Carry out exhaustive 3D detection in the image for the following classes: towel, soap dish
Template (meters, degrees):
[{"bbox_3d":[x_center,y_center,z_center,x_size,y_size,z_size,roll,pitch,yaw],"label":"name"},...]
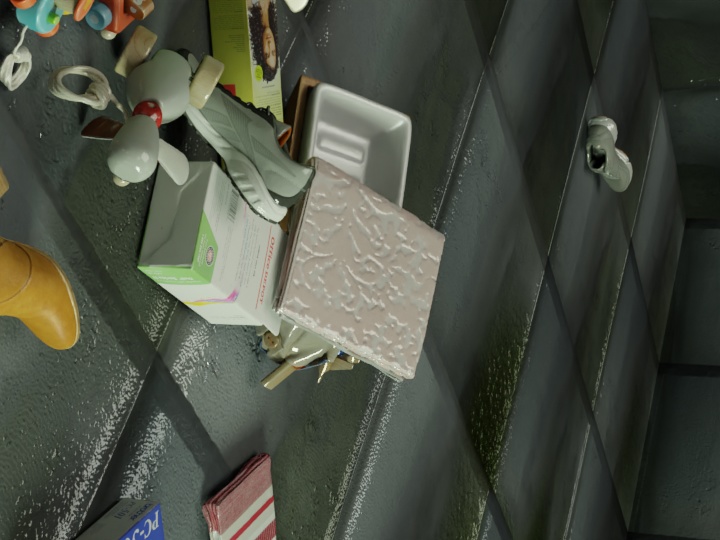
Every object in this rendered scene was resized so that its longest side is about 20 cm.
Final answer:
[{"bbox_3d":[0.000,0.000,1.572,0.199,0.032,0.193,30,60,-31],"label":"towel"},{"bbox_3d":[-0.027,-0.104,1.650,0.156,0.081,0.202,17,74,-32],"label":"soap dish"},{"bbox_3d":[-0.128,0.320,1.582,0.144,0.023,0.202,-36,126,-64],"label":"towel"}]

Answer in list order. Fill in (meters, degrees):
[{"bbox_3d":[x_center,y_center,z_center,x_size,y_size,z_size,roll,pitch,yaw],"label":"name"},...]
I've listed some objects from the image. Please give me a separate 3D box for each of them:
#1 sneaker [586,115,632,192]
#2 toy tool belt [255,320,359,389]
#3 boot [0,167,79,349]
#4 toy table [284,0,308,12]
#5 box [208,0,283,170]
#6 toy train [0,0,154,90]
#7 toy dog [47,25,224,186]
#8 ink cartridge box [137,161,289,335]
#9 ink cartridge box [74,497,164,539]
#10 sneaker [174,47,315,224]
[{"bbox_3d":[0.506,-0.223,2.979,0.201,0.075,0.092,58,47,-40],"label":"sneaker"},{"bbox_3d":[-0.049,0.063,1.661,0.200,0.124,0.124,-26,143,-63],"label":"toy tool belt"},{"bbox_3d":[-0.304,0.022,1.111,0.144,0.070,0.202,-56,138,-42],"label":"boot"},{"bbox_3d":[-0.071,-0.375,1.501,0.201,0.116,0.184,60,21,-19],"label":"toy table"},{"bbox_3d":[-0.120,-0.195,1.533,0.075,0.050,0.202,-29,118,-64],"label":"box"},{"bbox_3d":[-0.227,-0.230,1.219,0.200,0.055,0.151,-53,162,-49],"label":"toy train"},{"bbox_3d":[-0.200,-0.137,1.302,0.200,0.132,0.097,-45,171,-52],"label":"toy dog"},{"bbox_3d":[-0.143,-0.017,1.467,0.200,0.067,0.118,46,49,-58],"label":"ink cartridge box"},{"bbox_3d":[-0.241,0.292,1.284,0.200,0.044,0.095,-41,130,-60],"label":"ink cartridge box"},{"bbox_3d":[-0.118,-0.143,1.415,0.201,0.079,0.074,52,6,10],"label":"sneaker"}]
